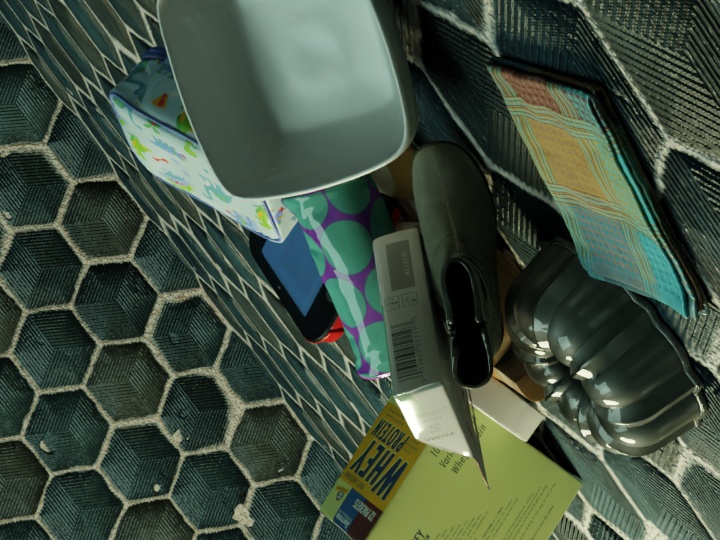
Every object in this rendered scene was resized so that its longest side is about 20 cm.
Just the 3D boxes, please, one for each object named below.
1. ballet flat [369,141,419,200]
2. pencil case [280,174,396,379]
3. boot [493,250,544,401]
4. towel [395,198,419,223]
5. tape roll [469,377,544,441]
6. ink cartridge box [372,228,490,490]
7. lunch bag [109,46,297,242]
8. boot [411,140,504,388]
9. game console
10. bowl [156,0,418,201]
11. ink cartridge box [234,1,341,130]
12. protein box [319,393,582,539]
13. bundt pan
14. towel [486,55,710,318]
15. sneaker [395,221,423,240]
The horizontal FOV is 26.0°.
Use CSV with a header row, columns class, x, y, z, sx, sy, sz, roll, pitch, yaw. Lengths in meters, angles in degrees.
class,x,y,z,sx,sy,sz,roll,pitch,yaw
ballet flat,0.001,-0.112,1.492,0.200,0.063,0.069,41,154,41
pencil case,0.000,0.000,1.451,0.092,0.085,0.202,-2,116,50
boot,0.105,0.030,1.512,0.155,0.073,0.201,42,163,52
towel,0.026,-0.068,1.635,0.147,0.030,0.200,55,166,-12
tape roll,0.104,0.106,1.643,0.202,0.037,0.203,36,-179,-1
ink cartridge box,0.062,0.085,1.373,0.201,0.050,0.162,68,-169,-53
lunch bag,-0.141,-0.118,1.509,0.199,0.083,0.161,30,160,24
boot,0.085,-0.010,1.286,0.131,0.067,0.202,-36,-66,-83
game console,-0.042,-0.044,1.577,0.031,0.178,0.200,6,-148,-34
bowl,-0.050,-0.170,1.269,0.198,0.075,0.202,-13,102,30
ink cartridge box,-0.059,-0.207,1.393,0.200,0.084,0.145,51,169,1
protein box,0.100,0.255,1.760,0.199,0.200,0.135,36,175,-24
bundt pan,0.192,0.074,1.302,0.202,0.076,0.202,50,169,13
towel,0.168,-0.060,1.127,0.201,0.022,0.146,58,166,-27
sneaker,0.007,0.025,1.585,0.200,0.070,0.100,-30,65,58
